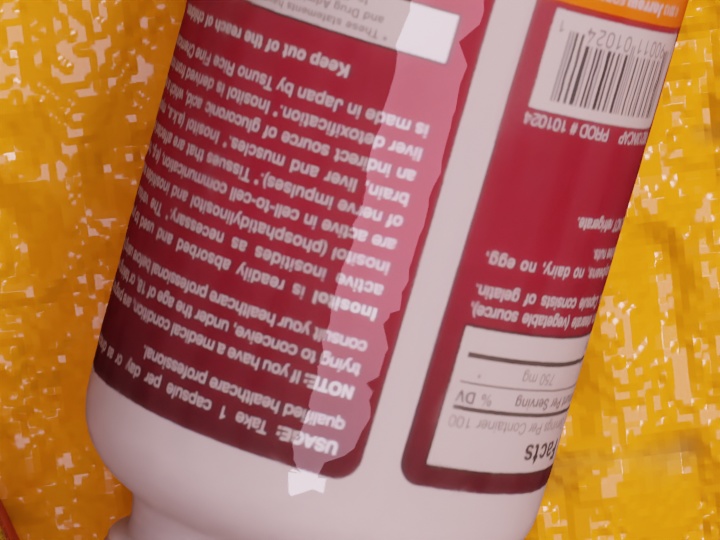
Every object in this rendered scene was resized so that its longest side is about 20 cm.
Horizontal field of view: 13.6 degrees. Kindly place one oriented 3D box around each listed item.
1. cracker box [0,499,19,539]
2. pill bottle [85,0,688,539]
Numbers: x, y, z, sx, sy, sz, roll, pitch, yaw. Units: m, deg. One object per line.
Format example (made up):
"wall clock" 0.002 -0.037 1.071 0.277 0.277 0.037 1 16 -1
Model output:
"cracker box" -0.196 0.063 0.733 0.200 0.058 0.134 -23 100 1
"pill bottle" 0.000 0.000 0.706 0.113 0.113 0.201 15 98 -6
